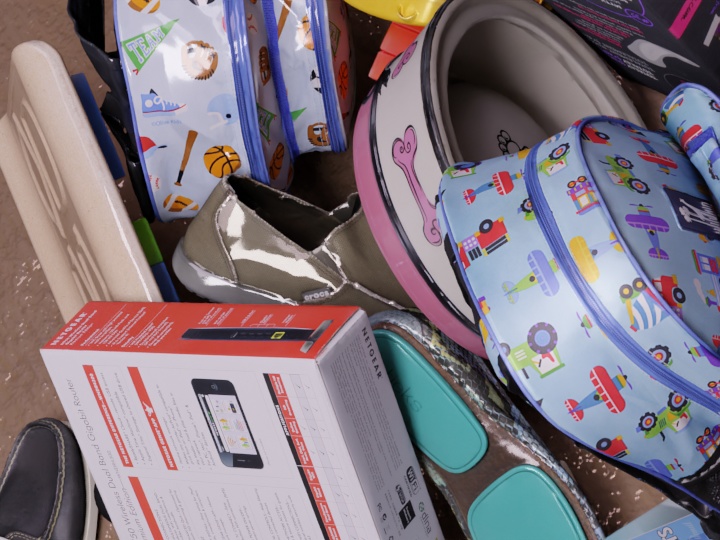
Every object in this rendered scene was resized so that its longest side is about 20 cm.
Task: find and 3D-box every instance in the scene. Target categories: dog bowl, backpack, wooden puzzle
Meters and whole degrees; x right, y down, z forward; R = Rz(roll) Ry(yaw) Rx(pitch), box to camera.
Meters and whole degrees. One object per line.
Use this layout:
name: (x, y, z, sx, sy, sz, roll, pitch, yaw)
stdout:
dog bowl: (0.077, -0.041, 1.278, 0.074, 0.200, 0.201, -29, 53, 35)
backpack: (-0.078, -0.121, 1.405, 0.153, 0.200, 0.191, -7, 36, 14)
wooden puzzle: (-0.150, -0.027, 1.410, 0.046, 0.200, 0.186, -22, 86, -16)
backpack: (0.135, 0.006, 1.109, 0.134, 0.200, 0.183, -39, 47, 26)

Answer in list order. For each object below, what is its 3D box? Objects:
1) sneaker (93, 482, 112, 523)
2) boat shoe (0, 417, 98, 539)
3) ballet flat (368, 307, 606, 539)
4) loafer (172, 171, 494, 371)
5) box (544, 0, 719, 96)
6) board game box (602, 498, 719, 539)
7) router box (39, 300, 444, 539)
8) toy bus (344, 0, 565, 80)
sneaker: (-0.081, 0.082, 1.385, 0.200, 0.090, 0.070, -24, 56, 23)
boat shoe: (-0.205, 0.176, 1.441, 0.072, 0.068, 0.201, 1, 67, 37)
ballet flat: (0.073, 0.098, 1.270, 0.074, 0.074, 0.200, -35, 89, 15)
loafer: (0.000, 0.000, 1.326, 0.075, 0.199, 0.070, -75, 0, -65)
box: (0.157, -0.167, 1.273, 0.122, 0.200, 0.106, 30, 86, 40)
board game box: (0.132, 0.197, 1.109, 0.200, 0.047, 0.151, -27, 59, -33)
router box: (-0.053, 0.112, 1.286, 0.179, 0.201, 0.049, 2, 33, 35)
toy bus: (0.050, -0.173, 1.359, 0.136, 0.200, 0.192, 28, 92, 41)
